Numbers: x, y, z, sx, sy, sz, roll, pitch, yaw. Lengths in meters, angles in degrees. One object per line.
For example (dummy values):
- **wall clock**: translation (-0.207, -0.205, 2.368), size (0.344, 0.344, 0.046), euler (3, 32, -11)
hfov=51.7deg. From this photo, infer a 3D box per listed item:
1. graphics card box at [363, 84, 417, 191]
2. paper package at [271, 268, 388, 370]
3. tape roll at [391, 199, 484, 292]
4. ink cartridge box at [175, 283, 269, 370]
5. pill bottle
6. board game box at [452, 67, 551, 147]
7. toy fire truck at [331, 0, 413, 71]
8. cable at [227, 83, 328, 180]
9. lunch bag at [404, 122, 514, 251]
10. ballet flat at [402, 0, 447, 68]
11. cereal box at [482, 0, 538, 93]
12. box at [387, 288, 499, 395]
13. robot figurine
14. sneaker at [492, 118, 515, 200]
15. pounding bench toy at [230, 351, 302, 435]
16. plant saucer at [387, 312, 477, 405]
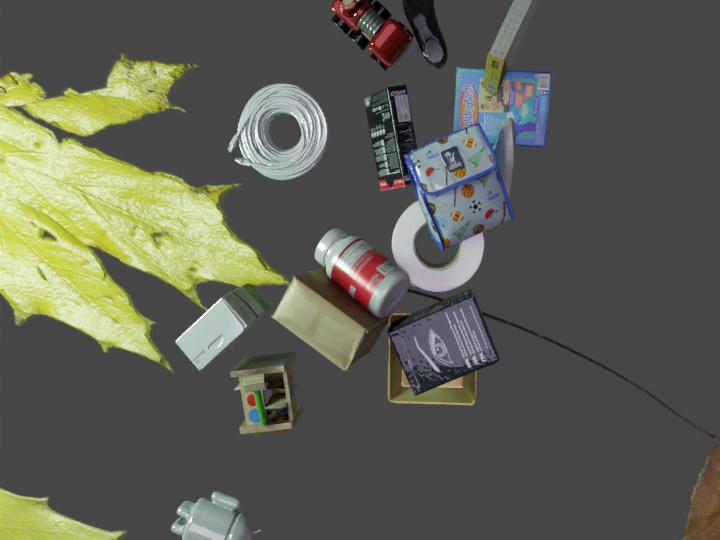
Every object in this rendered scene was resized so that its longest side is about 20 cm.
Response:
- **graphics card box**: translation (0.067, -0.274, 1.554), size (0.050, 0.125, 0.204), euler (-14, 96, -21)
- **paper package**: translation (-0.058, 0.099, 1.571), size (0.198, 0.190, 0.104), euler (34, 104, 12)
- **tape roll**: translation (0.166, -0.058, 1.601), size (0.198, 0.071, 0.207), euler (1, 98, 5)
- **ink cartridge box**: translation (-0.293, 0.117, 1.607), size (0.146, 0.200, 0.084), euler (-42, 91, 9)
- **pill bottle**: translation (0.000, 0.000, 1.584), size (0.199, 0.112, 0.113), euler (38, 101, 23)
- **board game box**: translation (0.294, -0.341, 1.562), size (0.196, 0.045, 0.155), euler (5, 99, 5)
- **toy fire truck**: translation (0.027, -0.512, 1.489), size (0.176, 0.200, 0.129), euler (43, 100, -1)
- **cable**: translation (-0.165, -0.297, 1.606), size (0.197, 0.069, 0.203), euler (24, 99, 1)
- **lunch bag**: translation (0.192, -0.168, 1.470), size (0.167, 0.124, 0.203), euler (-22, 107, -1)
- **ballet flat**: translation (0.132, -0.519, 1.560), size (0.065, 0.057, 0.204), euler (-16, 89, 7)
- **cereal box**: translation (0.301, -0.471, 1.469), size (0.039, 0.144, 0.203), euler (24, 81, 10)
- **box**: translation (0.173, 0.149, 1.563), size (0.197, 0.104, 0.150), euler (-22, 95, 9)
- **robot figurine**: translation (-0.333, 0.602, 1.720), size (0.197, 0.113, 0.173), euler (19, 92, 3)
- **sneaker**: translation (0.277, -0.217, 1.543), size (0.080, 0.074, 0.203), euler (6, 120, 10)
- **pounding bench toy**: translation (-0.208, 0.284, 1.621), size (0.122, 0.200, 0.159), euler (-7, 96, 6)
- **plant saucer**: translation (0.159, 0.192, 1.647), size (0.196, 0.048, 0.204), euler (1, 98, 5)
